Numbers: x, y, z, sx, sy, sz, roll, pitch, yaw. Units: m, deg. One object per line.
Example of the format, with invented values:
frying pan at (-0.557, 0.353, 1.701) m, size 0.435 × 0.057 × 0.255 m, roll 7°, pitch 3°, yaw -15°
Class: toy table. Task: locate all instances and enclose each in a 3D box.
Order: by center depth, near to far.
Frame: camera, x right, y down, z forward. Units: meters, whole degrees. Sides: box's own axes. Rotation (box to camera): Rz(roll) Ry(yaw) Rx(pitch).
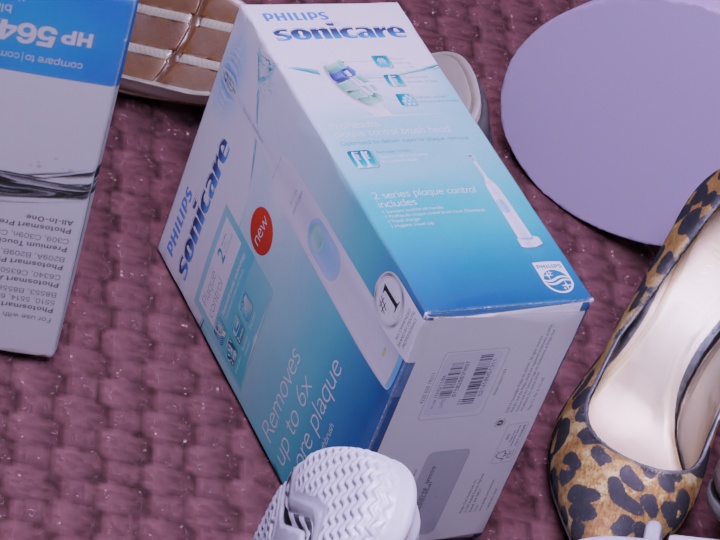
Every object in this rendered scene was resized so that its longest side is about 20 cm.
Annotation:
toy table at (0.181, -0.088, 1.392) m, size 0.199 × 0.185 × 0.117 m, roll 17°, pitch 30°, yaw 38°

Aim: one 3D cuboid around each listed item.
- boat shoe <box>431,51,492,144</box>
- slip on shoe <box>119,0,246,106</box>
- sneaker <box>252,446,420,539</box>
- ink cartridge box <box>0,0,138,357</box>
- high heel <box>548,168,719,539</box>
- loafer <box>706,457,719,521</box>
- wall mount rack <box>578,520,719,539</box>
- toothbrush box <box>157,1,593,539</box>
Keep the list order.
boat shoe at (0.036, -0.032, 1.350) m, size 0.066 × 0.057 × 0.200 m, roll -13°, pitch 36°, yaw 9°
slip on shoe at (-0.140, -0.130, 1.372) m, size 0.199 × 0.076 × 0.061 m, roll 15°, pitch -3°, yaw 4°
sneaker at (0.007, 0.139, 1.012) m, size 0.114 × 0.200 × 0.075 m, roll 20°, pitch 49°, yaw -12°
ink cartridge box at (-0.152, -0.085, 1.195) m, size 0.084 × 0.201 × 0.146 m, roll 9°, pitch 39°, yaw -12°
high heel at (0.141, 0.035, 1.239) m, size 0.071 × 0.143 × 0.200 m, roll 25°, pitch 38°, yaw 4°
loafer at (0.192, 0.073, 1.222) m, size 0.071 × 0.063 × 0.200 m, roll 7°, pitch 8°, yaw 10°
wall mount rack at (0.164, 0.176, 1.120) m, size 0.199 × 0.075 × 0.174 m, roll 6°, pitch 34°, yaw 10°
toothbrush box at (0.000, 0.000, 1.210) m, size 0.085 × 0.147 × 0.200 m, roll -3°, pitch 45°, yaw -29°
